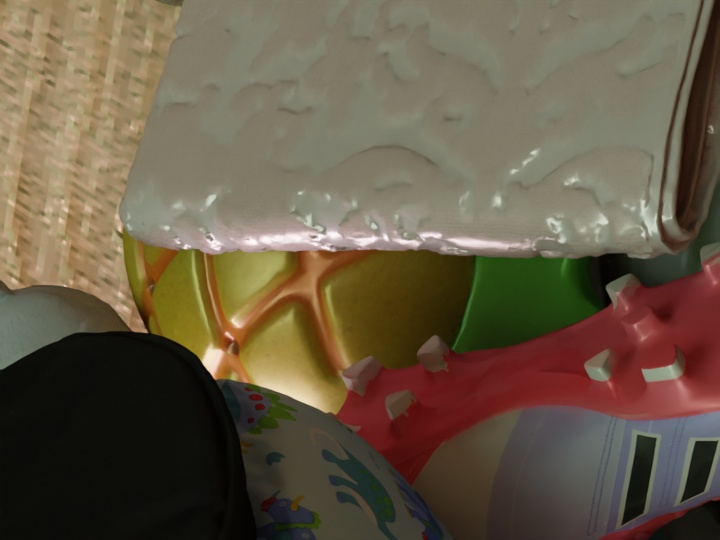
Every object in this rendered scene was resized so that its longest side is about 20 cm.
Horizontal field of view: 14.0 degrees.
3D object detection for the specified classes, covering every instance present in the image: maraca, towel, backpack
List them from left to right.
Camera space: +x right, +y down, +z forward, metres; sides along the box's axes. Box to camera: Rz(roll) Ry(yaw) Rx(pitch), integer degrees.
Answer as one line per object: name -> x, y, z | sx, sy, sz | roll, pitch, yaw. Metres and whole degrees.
backpack -> -0.017, 0.124, 0.764 | 0.153, 0.163, 0.201 | -19, 120, 6
maraca -> 0.000, 0.000, 0.918 | 0.200, 0.107, 0.138 | 34, 107, 39
towel -> 0.032, -0.092, 0.843 | 0.199, 0.032, 0.192 | 0, 67, 42

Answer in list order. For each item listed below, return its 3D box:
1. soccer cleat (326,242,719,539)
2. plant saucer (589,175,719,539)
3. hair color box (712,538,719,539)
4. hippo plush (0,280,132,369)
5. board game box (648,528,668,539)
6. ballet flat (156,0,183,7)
soccer cleat -> 0.073, 0.047, 0.802 | 0.199, 0.067, 0.077 | -15, 118, 37
plant saucer -> 0.137, 0.025, 0.827 | 0.200, 0.050, 0.201 | 43, 143, 43
hair color box -> 0.105, 0.183, 0.814 | 0.099, 0.060, 0.201 | 131, 129, -60
hippo plush -> -0.105, 0.084, 0.968 | 0.159, 0.200, 0.161 | 36, 139, -7
board game box -> 0.016, 0.116, 0.997 | 0.199, 0.047, 0.152 | 13, 115, 39
ballet flat -> -0.052, -0.184, 0.943 | 0.067, 0.068, 0.201 | 3, 115, 28
